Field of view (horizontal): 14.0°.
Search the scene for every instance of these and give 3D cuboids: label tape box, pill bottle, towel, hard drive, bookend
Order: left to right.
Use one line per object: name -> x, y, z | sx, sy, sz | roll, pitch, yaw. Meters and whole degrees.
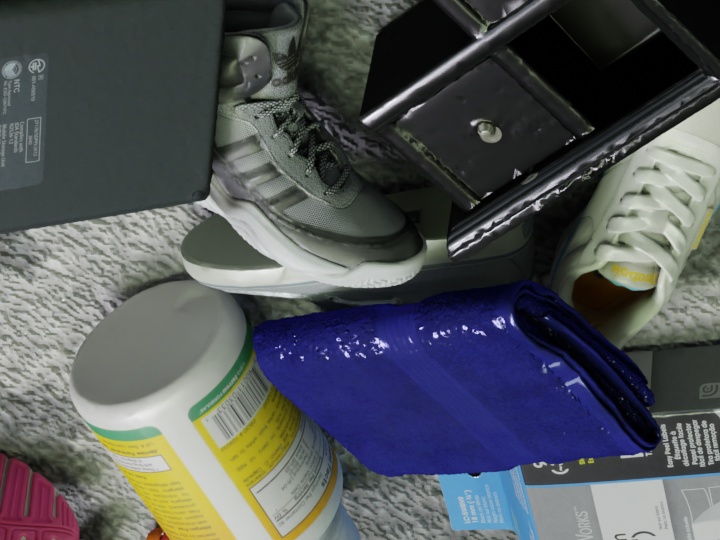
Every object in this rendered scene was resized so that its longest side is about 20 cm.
hard drive -> -0.166, -0.083, 1.479 | 0.200, 0.033, 0.140 | -10, 128, -23
pill bottle -> -0.079, 0.111, 1.739 | 0.113, 0.113, 0.200 | -16, 127, 22
towel -> 0.053, 0.058, 1.636 | 0.200, 0.050, 0.148 | -9, 139, 40
bookend -> 0.060, -0.136, 1.509 | 0.199, 0.092, 0.200 | -32, 119, 32
label tape box -> 0.136, 0.121, 1.747 | 0.199, 0.063, 0.144 | -5, 130, 13

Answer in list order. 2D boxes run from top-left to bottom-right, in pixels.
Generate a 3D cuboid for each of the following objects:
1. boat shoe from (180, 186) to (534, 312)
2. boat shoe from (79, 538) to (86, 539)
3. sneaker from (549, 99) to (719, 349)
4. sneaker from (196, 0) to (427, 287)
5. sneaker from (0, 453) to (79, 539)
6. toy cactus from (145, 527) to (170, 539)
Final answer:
boat shoe -> 0.001, -0.001, 1.655 | 0.200, 0.070, 0.072 | -5, 127, 10
boat shoe -> -0.199, 0.243, 1.898 | 0.060, 0.074, 0.200 | 32, 132, -6
sneaker -> 0.161, -0.034, 1.593 | 0.076, 0.081, 0.200 | 19, 130, -6
sneaker -> -0.040, -0.078, 1.566 | 0.200, 0.075, 0.114 | 33, 128, 7
sneaker -> -0.267, 0.170, 1.850 | 0.200, 0.081, 0.088 | 3, 134, 17
toy cactus -> -0.081, 0.244, 1.882 | 0.165, 0.102, 0.200 | 8, 124, -12
